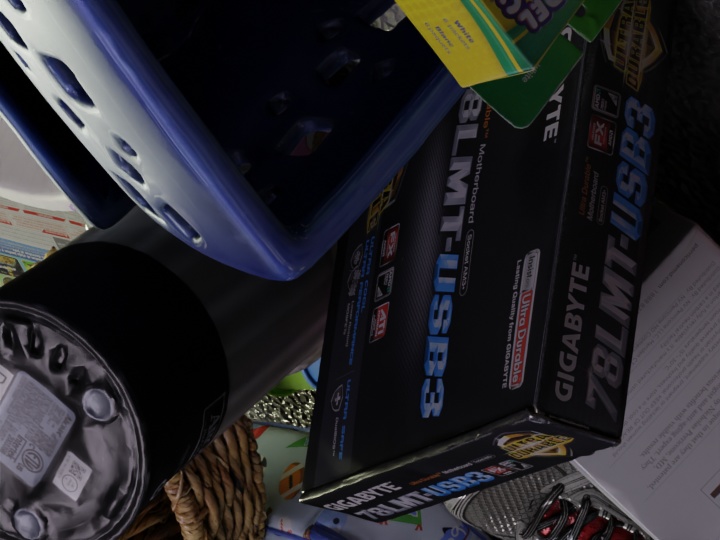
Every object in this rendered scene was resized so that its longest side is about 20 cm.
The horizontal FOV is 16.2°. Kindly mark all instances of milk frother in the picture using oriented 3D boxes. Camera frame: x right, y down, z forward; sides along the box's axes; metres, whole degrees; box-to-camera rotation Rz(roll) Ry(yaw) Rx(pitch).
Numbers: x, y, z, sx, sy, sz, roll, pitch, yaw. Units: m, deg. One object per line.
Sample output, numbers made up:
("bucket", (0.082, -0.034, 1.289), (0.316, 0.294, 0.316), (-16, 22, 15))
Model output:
("milk frother", (-0.142, 0.013, 1.123), (0.180, 0.188, 0.200), (-36, 92, 34))

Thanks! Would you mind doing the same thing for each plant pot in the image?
("plant pot", (-0.069, -0.134, 1.019), (0.179, 0.200, 0.200), (4, 137, 54))

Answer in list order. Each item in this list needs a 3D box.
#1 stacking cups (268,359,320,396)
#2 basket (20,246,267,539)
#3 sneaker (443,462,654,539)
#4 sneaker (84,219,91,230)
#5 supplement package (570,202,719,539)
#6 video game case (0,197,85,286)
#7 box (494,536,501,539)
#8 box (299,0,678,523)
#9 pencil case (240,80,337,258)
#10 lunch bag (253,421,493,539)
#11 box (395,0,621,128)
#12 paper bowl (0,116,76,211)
("stacking cups", (-0.004, 0.043, 1.322), (0.199, 0.061, 0.061), (2, 136, 46))
("basket", (-0.145, 0.118, 1.325), (0.142, 0.149, 0.201), (23, 139, 35))
("sneaker", (0.124, 0.119, 1.197), (0.199, 0.082, 0.078), (17, 128, -30))
("sneaker", (-0.121, -0.022, 1.355), (0.084, 0.075, 0.200), (40, 143, 2))
("supplement package", (0.166, 0.079, 1.108), (0.200, 0.110, 0.114), (43, -179, -11))
("video game case", (-0.170, -0.005, 1.478), (0.143, 0.018, 0.201), (13, 142, 35))
("box", (0.151, 0.150, 1.336), (0.200, 0.035, 0.110), (35, 150, 4))
("box", (0.050, -0.007, 1.062), (0.049, 0.201, 0.198), (17, 159, -23))
("pencil case", (0.000, 0.000, 1.204), (0.086, 0.083, 0.201), (-32, 95, 18))
("lunch bag", (0.007, 0.160, 1.426), (0.160, 0.076, 0.200), (45, 164, -32))
("box", (0.037, -0.161, 0.938), (0.048, 0.118, 0.200), (-7, 130, 52))
("paper bowl", (-0.165, -0.132, 1.205), (0.200, 0.104, 0.201), (27, 148, 18))
